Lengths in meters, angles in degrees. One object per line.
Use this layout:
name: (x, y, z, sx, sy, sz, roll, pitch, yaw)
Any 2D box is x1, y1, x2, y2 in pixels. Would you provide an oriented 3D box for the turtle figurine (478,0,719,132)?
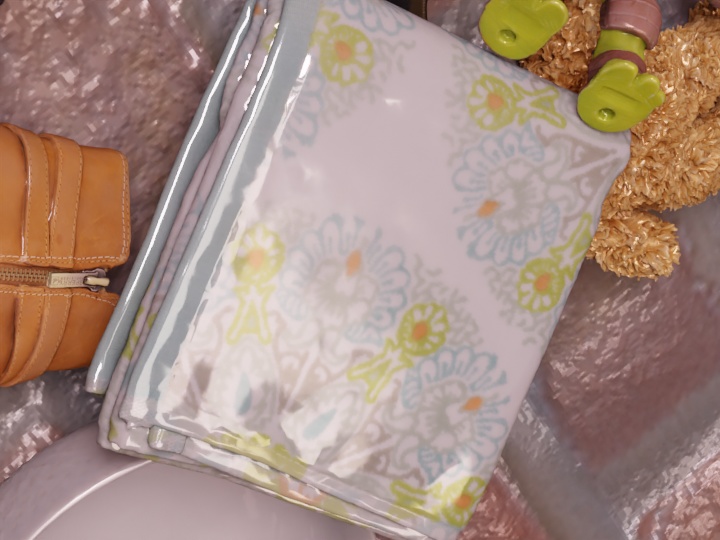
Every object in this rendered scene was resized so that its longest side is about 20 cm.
turtle figurine: (0.099, -0.147, 0.897, 0.200, 0.064, 0.161, 46, 52, -28)

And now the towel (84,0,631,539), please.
towel: (0.000, 0.000, 0.874, 0.171, 0.048, 0.200, 23, 91, -29)

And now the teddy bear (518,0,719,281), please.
teddy bear: (0.115, -0.060, 0.976, 0.200, 0.067, 0.145, 1, 113, -31)

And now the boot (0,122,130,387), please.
boot: (-0.150, -0.042, 0.829, 0.155, 0.077, 0.200, -2, 107, -37)

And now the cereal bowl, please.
cereal bowl: (-0.095, 0.141, 0.954, 0.200, 0.083, 0.200, -14, 122, -23)

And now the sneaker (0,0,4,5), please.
sneaker: (-0.118, -0.119, 0.736, 0.089, 0.078, 0.200, 28, 83, -45)

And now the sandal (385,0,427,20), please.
sandal: (0.002, -0.132, 0.882, 0.082, 0.055, 0.200, -7, 135, -12)
